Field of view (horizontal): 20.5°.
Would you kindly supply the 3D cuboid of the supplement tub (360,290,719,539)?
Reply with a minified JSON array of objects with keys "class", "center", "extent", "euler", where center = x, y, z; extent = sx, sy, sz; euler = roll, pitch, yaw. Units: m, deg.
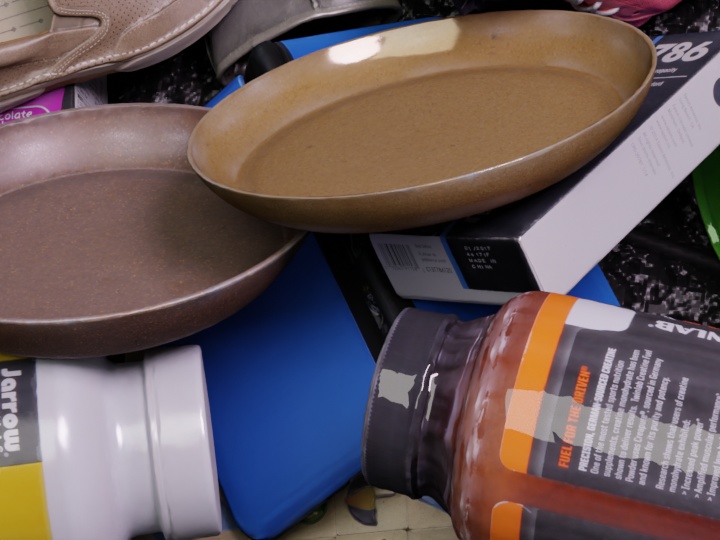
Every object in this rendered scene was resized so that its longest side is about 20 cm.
[{"class":"supplement tub","center":[0.103,0.068,0.747],"extent":[0.198,0.107,0.108],"euler":[13,74,13]}]

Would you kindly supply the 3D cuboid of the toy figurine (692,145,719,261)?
[{"class":"toy figurine","center":[0.267,-0.018,0.855],"extent":[0.183,0.151,0.200],"euler":[-20,43,-10]}]

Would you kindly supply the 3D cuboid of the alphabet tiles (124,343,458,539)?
[{"class":"alphabet tiles","center":[-0.044,0.110,0.918],"extent":[0.198,0.006,0.168],"euler":[-7,70,9]}]

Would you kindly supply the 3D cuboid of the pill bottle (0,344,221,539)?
[{"class":"pill bottle","center":[-0.161,0.082,0.834],"extent":[0.198,0.112,0.113],"euler":[-7,69,-4]}]

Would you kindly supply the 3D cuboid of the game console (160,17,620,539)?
[{"class":"game console","center":[0.000,0.000,0.936],"extent":[0.169,0.119,0.201],"euler":[-12,63,-28]}]

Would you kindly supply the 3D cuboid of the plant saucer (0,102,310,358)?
[{"class":"plant saucer","center":[-0.112,-0.016,0.854],"extent":[0.198,0.035,0.201],"euler":[-4,28,2]}]

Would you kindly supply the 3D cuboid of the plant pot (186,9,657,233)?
[{"class":"plant pot","center":[0.027,-0.061,0.831],"extent":[0.198,0.200,0.028],"euler":[-10,113,8]}]

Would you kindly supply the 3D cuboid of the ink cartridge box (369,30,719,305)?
[{"class":"ink cartridge box","center":[0.103,-0.056,0.864],"extent":[0.200,0.039,0.099],"euler":[-40,24,-31]}]

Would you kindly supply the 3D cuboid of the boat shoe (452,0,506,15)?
[{"class":"boat shoe","center":[0.108,-0.196,0.969],"extent":[0.199,0.075,0.093],"euler":[-26,100,-12]}]

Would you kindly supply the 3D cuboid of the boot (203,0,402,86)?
[{"class":"boot","center":[-0.021,-0.211,0.990],"extent":[0.181,0.073,0.201],"euler":[-29,60,15]}]

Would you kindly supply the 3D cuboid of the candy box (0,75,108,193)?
[{"class":"candy box","center":[-0.197,-0.102,0.993],"extent":[0.135,0.061,0.202],"euler":[-6,69,8]}]

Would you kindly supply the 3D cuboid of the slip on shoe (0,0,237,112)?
[{"class":"slip on shoe","center":[-0.138,-0.129,0.928],"extent":[0.199,0.061,0.077],"euler":[-23,71,-5]}]

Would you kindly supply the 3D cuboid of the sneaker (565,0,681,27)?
[{"class":"sneaker","center":[0.111,-0.143,0.903],"extent":[0.199,0.087,0.074],"euler":[-15,39,-22]}]
